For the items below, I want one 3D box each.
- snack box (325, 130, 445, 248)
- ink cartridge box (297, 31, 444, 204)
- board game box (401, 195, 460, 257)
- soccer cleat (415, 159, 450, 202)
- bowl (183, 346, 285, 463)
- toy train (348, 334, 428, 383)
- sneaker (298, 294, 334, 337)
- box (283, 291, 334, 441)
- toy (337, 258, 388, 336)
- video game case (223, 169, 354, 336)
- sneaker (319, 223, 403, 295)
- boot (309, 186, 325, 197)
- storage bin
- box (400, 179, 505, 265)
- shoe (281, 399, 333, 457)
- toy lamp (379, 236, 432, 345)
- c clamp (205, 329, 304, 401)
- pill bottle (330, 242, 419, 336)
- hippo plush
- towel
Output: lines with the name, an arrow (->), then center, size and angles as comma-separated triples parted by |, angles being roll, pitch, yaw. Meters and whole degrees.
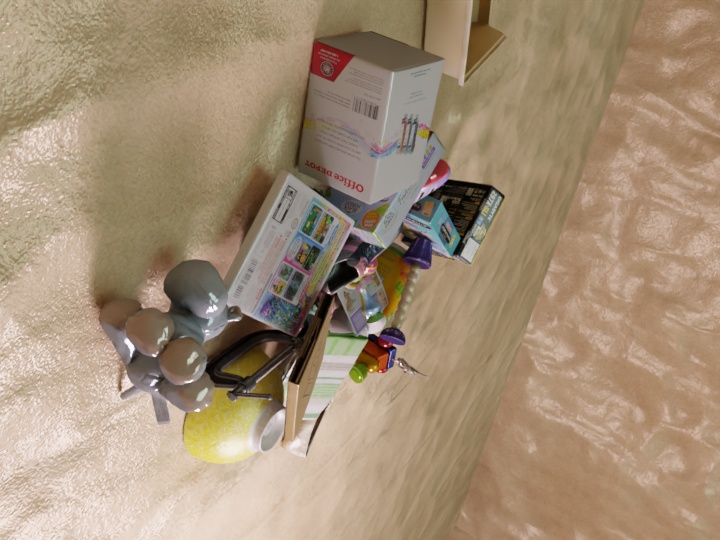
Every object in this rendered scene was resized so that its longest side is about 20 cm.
snack box -> 0.031, -0.146, 1.353 | 0.201, 0.141, 0.053 | -59, 137, -15
ink cartridge box -> 0.013, -0.227, 1.215 | 0.144, 0.144, 0.202 | -28, 137, -49
board game box -> 0.097, -0.103, 1.543 | 0.047, 0.150, 0.200 | -61, 157, -6
soccer cleat -> 0.072, -0.129, 1.408 | 0.076, 0.198, 0.067 | 43, 32, -43
bowl -> -0.180, 0.233, 1.326 | 0.200, 0.107, 0.202 | -49, 154, -34
toy train -> 0.024, 0.184, 1.618 | 0.115, 0.199, 0.086 | -33, 143, -44
sneaker -> -0.100, 0.110, 1.448 | 0.095, 0.079, 0.202 | -26, 140, -25
box -> -0.081, 0.152, 1.283 | 0.201, 0.021, 0.165 | 100, 9, -55
toy -> 0.000, 0.000, 1.448 | 0.115, 0.047, 0.202 | -42, 120, -45
video game case -> -0.104, -0.019, 1.197 | 0.182, 0.024, 0.202 | 32, 83, -53
sneaker -> 0.002, -0.024, 1.361 | 0.199, 0.082, 0.071 | -39, 123, -9
boot -> -0.096, -0.015, 1.294 | 0.168, 0.076, 0.201 | -49, 147, -25
storage bin -> 0.197, -0.475, 1.457 | 0.199, 0.093, 0.202 | -48, 152, -35
box -> 0.187, -0.105, 1.697 | 0.049, 0.199, 0.161 | 30, 83, -33
shoe -> -0.086, 0.280, 1.655 | 0.202, 0.053, 0.070 | -61, 158, -11
toy lamp -> 0.089, 0.035, 1.527 | 0.058, 0.057, 0.203 | 56, 49, -65
c clamp -> -0.150, 0.140, 1.229 | 0.200, 0.169, 0.027 | -43, 126, -53
pill bottle -> 0.020, 0.049, 1.578 | 0.201, 0.110, 0.112 | -52, 155, -28
hippo plush -> -0.211, 0.082, 1.030 | 0.161, 0.158, 0.202 | -47, 151, -36
towel -> -0.087, 0.186, 1.467 | 0.148, 0.031, 0.201 | 9, 121, -45
